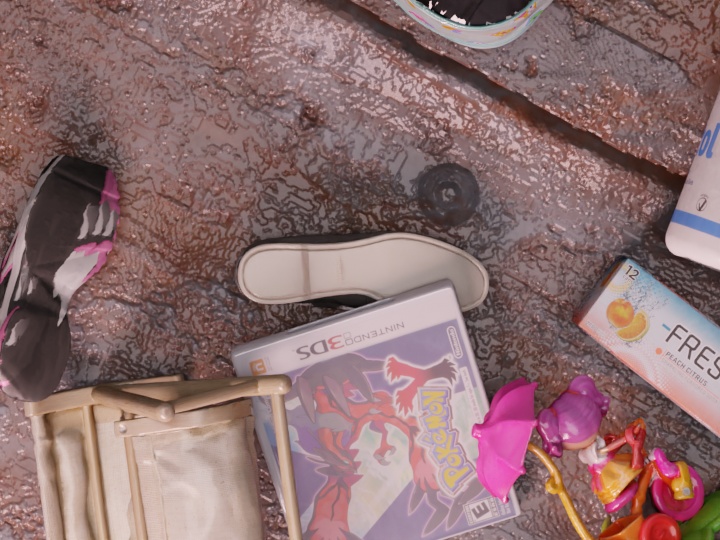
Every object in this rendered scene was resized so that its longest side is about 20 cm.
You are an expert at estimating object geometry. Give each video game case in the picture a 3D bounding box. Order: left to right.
[{"bbox_3d":[0.014,0.126,1.597,0.181,0.023,0.202,-17,107,2],"label":"video game case"}]

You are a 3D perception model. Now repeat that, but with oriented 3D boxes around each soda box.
[{"bbox_3d":[0.262,0.074,1.592,0.199,0.064,0.069,38,92,-1],"label":"soda box"}]

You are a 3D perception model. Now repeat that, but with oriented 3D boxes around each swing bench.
[{"bbox_3d":[-0.146,0.186,1.560,0.129,0.199,0.201,-10,95,-40],"label":"swing bench"}]

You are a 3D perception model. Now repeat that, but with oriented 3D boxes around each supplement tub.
[{"bbox_3d":[0.323,-0.088,1.550,0.131,0.132,0.202,20,92,0],"label":"supplement tub"}]

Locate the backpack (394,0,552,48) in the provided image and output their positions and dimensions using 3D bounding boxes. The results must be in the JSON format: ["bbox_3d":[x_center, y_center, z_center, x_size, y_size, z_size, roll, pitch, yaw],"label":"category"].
[{"bbox_3d":[0.095,-0.271,1.536,0.175,0.153,0.200,39,83,2],"label":"backpack"}]

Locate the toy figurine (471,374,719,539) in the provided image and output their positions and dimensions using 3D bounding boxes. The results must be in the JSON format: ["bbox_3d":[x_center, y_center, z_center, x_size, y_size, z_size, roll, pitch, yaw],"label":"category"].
[{"bbox_3d":[0.174,0.155,1.559,0.200,0.150,0.185,-38,93,-21],"label":"toy figurine"}]

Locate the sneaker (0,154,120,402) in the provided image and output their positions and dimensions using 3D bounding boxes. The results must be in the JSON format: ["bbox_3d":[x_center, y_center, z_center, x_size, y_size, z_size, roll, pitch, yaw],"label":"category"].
[{"bbox_3d":[-0.259,0.001,1.595,0.080,0.086,0.201,33,69,-35],"label":"sneaker"}]

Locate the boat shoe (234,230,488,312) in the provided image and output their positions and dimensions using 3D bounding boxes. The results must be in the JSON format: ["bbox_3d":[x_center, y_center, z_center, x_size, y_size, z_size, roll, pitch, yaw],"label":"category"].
[{"bbox_3d":[0.000,0.000,1.605,0.198,0.057,0.068,2,96,-4],"label":"boat shoe"}]
